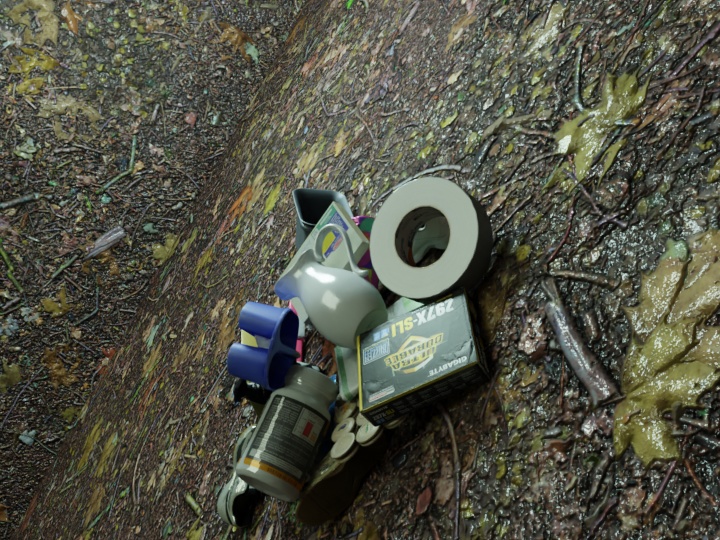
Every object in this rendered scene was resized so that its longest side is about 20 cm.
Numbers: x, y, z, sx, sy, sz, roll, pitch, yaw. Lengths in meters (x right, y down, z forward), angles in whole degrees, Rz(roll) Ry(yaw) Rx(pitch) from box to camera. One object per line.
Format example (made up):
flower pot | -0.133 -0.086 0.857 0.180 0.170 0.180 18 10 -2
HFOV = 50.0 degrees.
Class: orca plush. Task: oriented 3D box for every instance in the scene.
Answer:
orca plush | -0.139 0.214 1.462 0.071 0.199 0.107 4 83 48

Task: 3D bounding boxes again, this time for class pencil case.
pencil case | 0.000 0.000 1.461 0.088 0.088 0.203 -15 67 57

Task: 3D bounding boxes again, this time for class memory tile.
memory tile | 0.014 0.219 1.258 0.153 0.017 0.200 -37 19 15

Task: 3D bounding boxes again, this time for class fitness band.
fitness band | -0.135 0.136 1.610 0.144 0.037 0.202 99 173 -49

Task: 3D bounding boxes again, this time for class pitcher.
pitcher | -0.036 0.027 1.339 0.199 0.121 0.173 36 101 35

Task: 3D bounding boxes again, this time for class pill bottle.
pill bottle | -0.117 0.268 1.282 0.116 0.116 0.201 -17 42 56

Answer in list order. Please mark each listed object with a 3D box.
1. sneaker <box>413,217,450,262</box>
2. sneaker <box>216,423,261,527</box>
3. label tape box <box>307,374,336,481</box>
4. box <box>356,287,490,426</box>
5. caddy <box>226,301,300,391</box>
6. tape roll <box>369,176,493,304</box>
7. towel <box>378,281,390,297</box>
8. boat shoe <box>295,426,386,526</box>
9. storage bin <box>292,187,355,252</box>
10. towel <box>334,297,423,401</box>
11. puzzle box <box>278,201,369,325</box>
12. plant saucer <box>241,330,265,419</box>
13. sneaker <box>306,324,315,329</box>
sneaker | 0.094 -0.073 1.402 0.199 0.099 0.079 -30 38 48
sneaker | -0.215 0.409 1.525 0.087 0.075 0.202 14 87 58
label tape box | -0.095 0.301 1.407 0.199 0.066 0.144 -37 33 26
box | 0.091 0.130 1.181 0.198 0.049 0.161 -26 35 19
caddy | -0.155 0.135 1.346 0.200 0.104 0.143 69 -145 -77
tape roll | 0.115 -0.047 1.265 0.198 0.066 0.203 -8 74 31
towel | 0.016 0.001 1.566 0.147 0.022 0.201 -44 30 34
boat shoe | -0.033 0.330 1.263 0.200 0.073 0.063 -48 20 2
storage bin | -0.083 -0.083 1.735 0.201 0.144 0.136 -111 27 -59
towel | 0.043 0.127 1.323 0.199 0.031 0.150 -37 28 14
puzzle box | -0.071 -0.014 1.457 0.201 0.025 0.133 -53 45 19
plant saucer | -0.188 0.224 1.574 0.048 0.202 0.201 -16 35 3
sneaker | -0.071 0.084 1.578 0.200 0.080 0.076 -141 45 -87
